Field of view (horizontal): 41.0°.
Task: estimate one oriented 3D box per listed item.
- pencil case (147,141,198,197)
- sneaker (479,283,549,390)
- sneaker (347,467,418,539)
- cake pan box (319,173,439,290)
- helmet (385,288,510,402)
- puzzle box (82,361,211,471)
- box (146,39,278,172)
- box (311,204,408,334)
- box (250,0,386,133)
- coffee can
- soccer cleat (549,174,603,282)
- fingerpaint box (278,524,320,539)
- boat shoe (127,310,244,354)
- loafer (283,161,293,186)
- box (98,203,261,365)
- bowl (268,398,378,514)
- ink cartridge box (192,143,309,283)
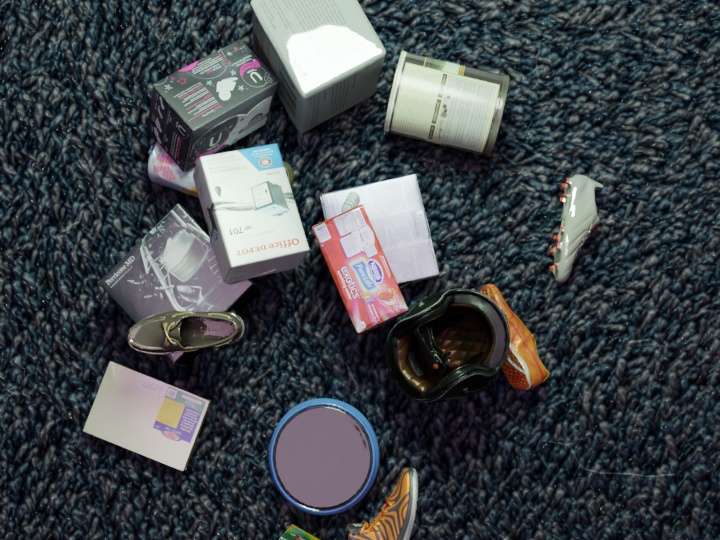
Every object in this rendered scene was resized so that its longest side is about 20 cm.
[{"bbox_3d":[-0.285,-0.176,1.742,0.197,0.083,0.092,20,70,3],"label":"pencil case"},{"bbox_3d":[0.268,0.117,1.723,0.076,0.073,0.202,-14,75,-37],"label":"sneaker"},{"bbox_3d":[0.035,0.436,1.676,0.110,0.078,0.203,13,84,1],"label":"sneaker"},{"bbox_3d":[0.035,-0.058,1.744,0.181,0.052,0.203,-14,84,1],"label":"cake pan box"},{"bbox_3d":[0.157,0.127,1.651,0.189,0.199,0.202,-19,82,-42],"label":"helmet"},{"bbox_3d":[-0.381,0.261,1.723,0.197,0.025,0.135,21,84,2],"label":"puzzle box"},{"bbox_3d":[-0.259,-0.288,1.690,0.199,0.133,0.115,-35,76,-31],"label":"box"},{"bbox_3d":[0.000,0.000,1.666,0.099,0.095,0.202,-24,86,0],"label":"box"},{"bbox_3d":[-0.078,-0.390,1.699,0.170,0.199,0.202,-28,83,-9],"label":"box"},{"bbox_3d":[0.153,-0.297,1.719,0.197,0.146,0.149,14,84,2],"label":"coffee can"},{"bbox_3d":[0.392,-0.074,1.736,0.076,0.069,0.203,12,81,-1],"label":"soccer cleat"},{"bbox_3d":[-0.139,0.545,1.620,0.073,0.167,0.202,26,84,5],"label":"fingerpaint box"},{"bbox_3d":[-0.294,0.102,1.602,0.196,0.060,0.073,-3,86,-1],"label":"boat shoe"},{"bbox_3d":[-0.165,-0.105,1.740,0.075,0.067,0.204,6,84,1],"label":"loafer"},{"bbox_3d":[-0.315,0.028,1.701,0.200,0.124,0.197,-45,84,-4],"label":"box"},{"bbox_3d":[-0.066,0.329,1.704,0.197,0.039,0.204,0,84,2],"label":"bowl"},{"bbox_3d":[-0.187,-0.098,1.637,0.144,0.086,0.203,-13,75,-22],"label":"ink cartridge box"}]
